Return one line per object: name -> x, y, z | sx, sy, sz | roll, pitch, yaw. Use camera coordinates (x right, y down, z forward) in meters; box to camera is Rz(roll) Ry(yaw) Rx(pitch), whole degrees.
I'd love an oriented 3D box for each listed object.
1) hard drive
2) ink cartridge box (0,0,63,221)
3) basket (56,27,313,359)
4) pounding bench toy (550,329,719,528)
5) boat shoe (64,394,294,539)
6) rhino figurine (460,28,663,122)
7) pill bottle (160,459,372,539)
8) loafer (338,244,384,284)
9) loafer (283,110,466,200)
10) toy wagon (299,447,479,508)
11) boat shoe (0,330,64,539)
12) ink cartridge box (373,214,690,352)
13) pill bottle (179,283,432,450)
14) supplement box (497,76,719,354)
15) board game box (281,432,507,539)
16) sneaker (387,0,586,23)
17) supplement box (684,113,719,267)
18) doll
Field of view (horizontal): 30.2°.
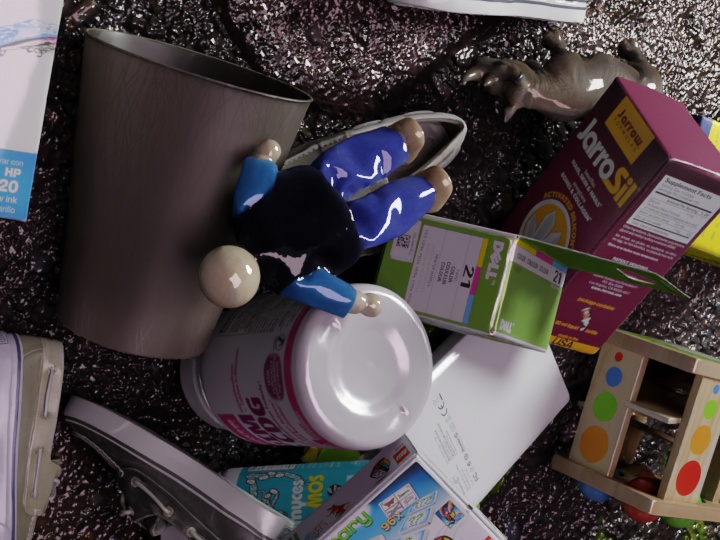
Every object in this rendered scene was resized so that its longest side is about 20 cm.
hard drive -> 0.098, 0.119, 1.145 | 0.200, 0.026, 0.132 | -42, 118, -34
ink cartridge box -> -0.280, -0.149, 0.845 | 0.144, 0.147, 0.201 | 8, 97, -30
basket -> -0.140, -0.051, 0.947 | 0.136, 0.180, 0.201 | -5, 115, -59
pounding bench toy -> 0.299, 0.154, 1.235 | 0.199, 0.124, 0.157 | 14, 94, -39
boat shoe -> -0.145, 0.159, 0.971 | 0.064, 0.199, 0.071 | -58, 161, -9
rhino figurine -> 0.170, -0.158, 1.117 | 0.199, 0.088, 0.060 | -2, 133, -28
pill bottle -> -0.050, 0.206, 1.033 | 0.198, 0.111, 0.112 | -5, 105, 7
loafer -> 0.000, 0.000, 1.041 | 0.075, 0.070, 0.199 | -40, 150, 26
loafer -> -0.006, -0.082, 1.047 | 0.199, 0.070, 0.070 | -26, 90, -24
toy wagon -> 0.010, 0.206, 1.140 | 0.155, 0.040, 0.200 | -43, 116, -15
boat shoe -> -0.248, 0.145, 0.968 | 0.062, 0.072, 0.202 | 2, 97, -26
ink cartridge box -> 0.127, 0.021, 0.989 | 0.148, 0.199, 0.076 | 21, 84, -65
pill bottle -> -0.047, 0.072, 0.978 | 0.113, 0.200, 0.114 | 3, 84, -33
supplement box -> 0.202, -0.042, 1.101 | 0.085, 0.111, 0.200 | 15, 126, -32
board game box -> -0.002, 0.223, 0.942 | 0.200, 0.035, 0.126 | -41, 118, 2
sneaker -> 0.105, -0.245, 1.078 | 0.199, 0.078, 0.080 | -6, 108, -39
supplement box -> 0.328, -0.064, 1.217 | 0.199, 0.109, 0.110 | 18, 92, -30
doll -> -0.024, -0.029, 0.884 | 0.199, 0.048, 0.137 | -30, 90, -36
